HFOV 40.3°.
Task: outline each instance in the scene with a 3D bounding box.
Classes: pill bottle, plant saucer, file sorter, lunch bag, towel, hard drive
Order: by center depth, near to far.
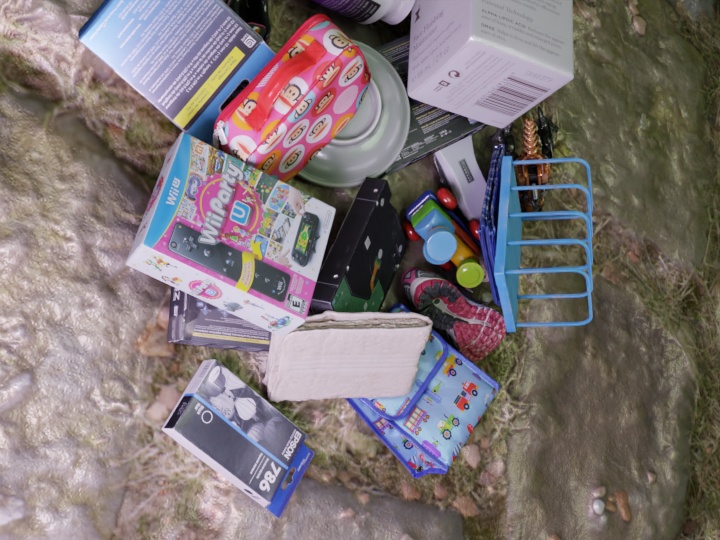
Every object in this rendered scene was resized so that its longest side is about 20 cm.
[{"bbox_3d":[-0.079,-0.195,1.147,0.082,0.176,0.200,43,90,12],"label":"lunch bag"},{"bbox_3d":[-0.018,0.107,1.207,0.197,0.134,0.035,1,43,-16],"label":"towel"},{"bbox_3d":[0.000,0.000,1.269,0.140,0.037,0.202,67,38,-50],"label":"hard drive"},{"bbox_3d":[-0.028,-0.210,1.271,0.197,0.050,0.204,1,83,-9],"label":"plant saucer"},{"bbox_3d":[-0.021,-0.404,1.316,0.198,0.112,0.114,17,73,-34],"label":"pill bottle"},{"bbox_3d":[0.064,0.154,1.325,0.200,0.094,0.151,43,61,-9],"label":"lunch bag"},{"bbox_3d":[0.256,-0.039,1.347,0.139,0.121,0.202,67,27,-51],"label":"file sorter"},{"bbox_3d":[0.201,-0.067,1.400,0.201,0.023,0.146,-72,153,-46],"label":"towel"}]

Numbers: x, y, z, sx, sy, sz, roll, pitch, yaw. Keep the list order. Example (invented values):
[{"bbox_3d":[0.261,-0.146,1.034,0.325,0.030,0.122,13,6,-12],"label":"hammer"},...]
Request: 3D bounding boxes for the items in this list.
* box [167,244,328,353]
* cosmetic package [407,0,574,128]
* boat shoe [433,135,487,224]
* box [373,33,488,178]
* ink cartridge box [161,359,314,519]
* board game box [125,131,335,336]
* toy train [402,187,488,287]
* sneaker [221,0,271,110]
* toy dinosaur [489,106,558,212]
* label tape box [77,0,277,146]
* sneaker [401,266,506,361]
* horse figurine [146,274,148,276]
[{"bbox_3d":[-0.134,0.017,1.208,0.198,0.049,0.164,9,76,-35],"label":"box"},{"bbox_3d":[0.173,-0.331,1.308,0.163,0.164,0.203,13,67,-25],"label":"cosmetic package"},{"bbox_3d":[0.133,-0.159,1.429,0.068,0.056,0.203,-22,94,-26],"label":"boat shoe"},{"bbox_3d":[0.068,-0.237,1.359,0.198,0.043,0.162,-28,89,-24],"label":"box"},{"bbox_3d":[-0.135,0.206,1.184,0.200,0.039,0.100,43,60,-25],"label":"ink cartridge box"},{"bbox_3d":[-0.140,-0.038,1.089,0.198,0.064,0.149,25,61,-20],"label":"board game box"},{"bbox_3d":[0.149,-0.014,1.370,0.200,0.084,0.116,42,17,-24],"label":"toy train"},{"bbox_3d":[-0.150,-0.272,1.215,0.079,0.086,0.204,3,82,-34],"label":"sneaker"},{"bbox_3d":[0.258,-0.163,1.463,0.100,0.201,0.138,4,60,-12],"label":"toy dinosaur"},{"bbox_3d":[-0.207,-0.260,1.148,0.200,0.066,0.144,40,95,-27],"label":"label tape box"},{"bbox_3d":[0.136,0.057,1.392,0.081,0.075,0.200,-46,128,3],"label":"sneaker"},{"bbox_3d":[-0.152,-0.016,1.141,0.199,0.050,0.134,33,62,-23],"label":"horse figurine"}]
